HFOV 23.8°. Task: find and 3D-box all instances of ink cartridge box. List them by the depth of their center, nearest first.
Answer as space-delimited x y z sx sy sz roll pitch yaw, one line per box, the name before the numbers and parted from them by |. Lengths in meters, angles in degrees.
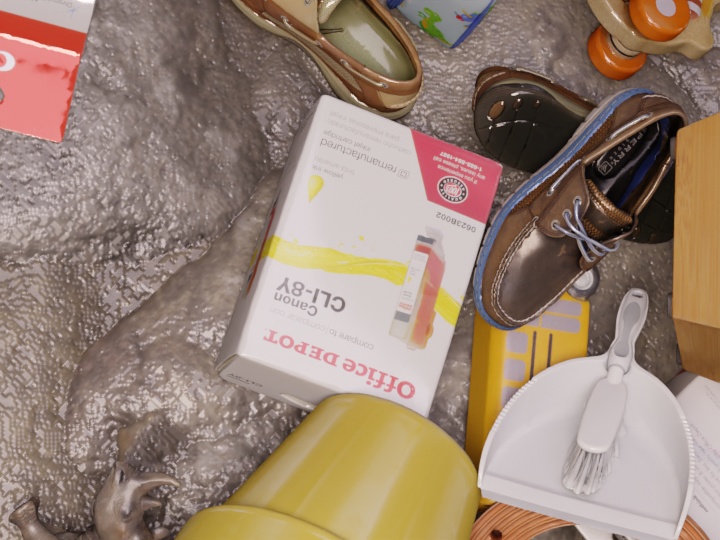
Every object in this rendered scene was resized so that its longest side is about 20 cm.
ink cartridge box | -0.263 -0.209 1.205 0.162 0.057 0.201 13 70 -12
ink cartridge box | 0.000 0.000 1.210 0.145 0.083 0.201 21 74 -10
ink cartridge box | 0.238 0.155 1.249 0.200 0.067 0.117 -40 90 -20

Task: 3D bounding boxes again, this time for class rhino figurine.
rhino figurine | -0.195 0.188 1.097 0.200 0.060 0.088 -34 91 9

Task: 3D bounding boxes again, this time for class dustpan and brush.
dustpan and brush | 0.170 0.087 1.171 0.139 0.057 0.200 13 37 12

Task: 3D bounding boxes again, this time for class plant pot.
plant pot | -0.014 0.192 1.117 0.200 0.201 0.189 36 56 -5

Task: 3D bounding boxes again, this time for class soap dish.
soap dish | 0.254 -0.010 1.165 0.081 0.200 0.158 0 75 13

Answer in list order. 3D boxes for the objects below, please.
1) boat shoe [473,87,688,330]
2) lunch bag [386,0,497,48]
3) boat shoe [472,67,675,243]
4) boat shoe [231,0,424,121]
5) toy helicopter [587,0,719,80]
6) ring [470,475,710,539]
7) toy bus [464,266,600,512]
boat shoe | 0.151 -0.043 1.178 0.072 0.072 0.200 35 87 -20
lunch bag | 0.105 -0.273 1.257 0.082 0.161 0.200 35 72 -6
boat shoe | 0.166 -0.094 1.271 0.200 0.074 0.076 32 113 -26
boat shoe | -0.026 -0.196 1.251 0.200 0.074 0.076 42 71 -3
toy helicopter | 0.260 -0.229 1.348 0.199 0.079 0.133 -6 70 -27
ring | 0.157 0.234 1.185 0.199 0.019 0.202 3 105 11
toy bus | 0.122 0.075 1.237 0.078 0.065 0.201 8 77 -12
